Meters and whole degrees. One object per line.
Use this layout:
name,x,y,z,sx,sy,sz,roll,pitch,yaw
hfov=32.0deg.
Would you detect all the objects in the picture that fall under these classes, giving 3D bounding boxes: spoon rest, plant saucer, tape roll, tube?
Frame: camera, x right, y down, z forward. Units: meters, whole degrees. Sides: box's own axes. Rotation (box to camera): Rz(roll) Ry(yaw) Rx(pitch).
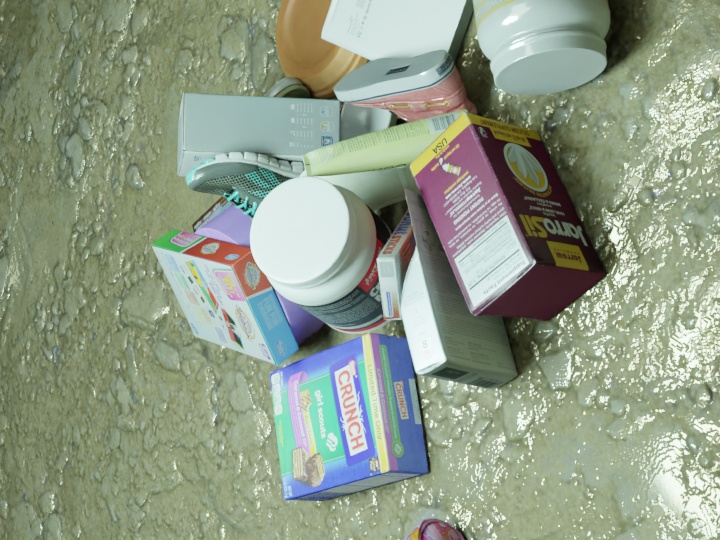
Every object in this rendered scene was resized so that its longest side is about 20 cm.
spoon rest,0.008,-0.146,1.596,0.099,0.060,0.203,-11,78,46
plant saucer,-0.053,-0.336,1.703,0.199,0.037,0.203,-7,81,47
tape roll,-0.136,0.015,1.651,0.199,0.065,0.202,36,146,28
tube,0.031,-0.139,1.434,0.058,0.197,0.053,89,169,-72

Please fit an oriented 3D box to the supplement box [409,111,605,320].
supplement box,0.158,-0.057,1.370,0.103,0.130,0.202,-41,58,34

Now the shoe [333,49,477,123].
shoe,0.053,-0.205,1.521,0.199,0.091,0.072,0,41,50

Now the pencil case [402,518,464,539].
pencil case,0.044,0.374,1.480,0.200,0.087,0.088,-48,53,33

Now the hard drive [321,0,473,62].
hard drive,0.047,-0.323,1.571,0.199,0.026,0.133,29,107,33

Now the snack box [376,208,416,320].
snack box,0.056,-0.018,1.434,0.024,0.200,0.073,-2,112,16

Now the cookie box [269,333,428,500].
cookie box,-0.018,0.187,1.573,0.199,0.075,0.174,-24,67,42

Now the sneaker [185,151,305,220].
sneaker,-0.118,-0.090,1.547,0.077,0.198,0.092,144,126,-58

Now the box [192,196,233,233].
box,-0.158,-0.055,1.780,0.200,0.039,0.138,-38,59,38

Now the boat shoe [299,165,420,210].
boat shoe,0.023,-0.118,1.524,0.197,0.062,0.074,-7,118,18

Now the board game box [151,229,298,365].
board game box,-0.177,0.033,1.621,0.199,0.040,0.154,14,133,50

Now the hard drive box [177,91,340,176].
hard drive box,-0.134,-0.169,1.615,0.156,0.197,0.078,148,122,-76

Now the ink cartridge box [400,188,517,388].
ink cartridge box,0.098,0.025,1.402,0.057,0.162,0.202,-29,65,28

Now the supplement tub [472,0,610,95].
supplement tub,0.191,-0.307,1.355,0.145,0.144,0.203,-20,71,44

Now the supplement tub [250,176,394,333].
supplement tub,-0.030,-0.016,1.453,0.139,0.200,0.142,-7,71,21

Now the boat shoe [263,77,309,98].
boat shoe,-0.141,-0.205,1.752,0.200,0.074,0.069,-48,52,38
